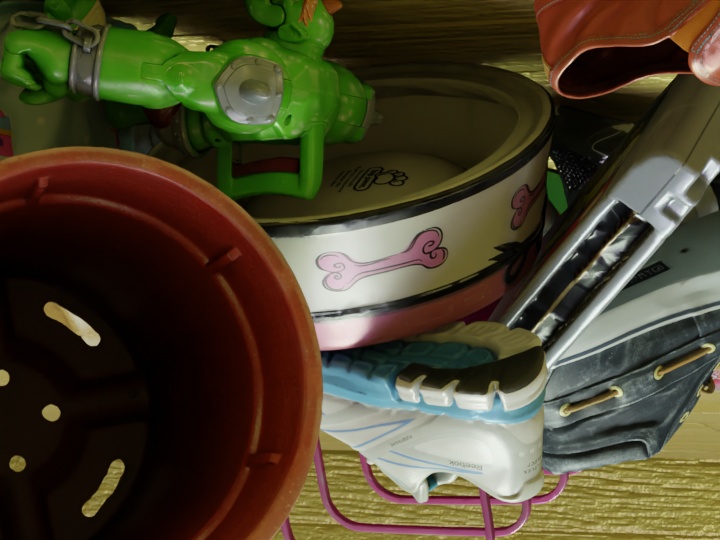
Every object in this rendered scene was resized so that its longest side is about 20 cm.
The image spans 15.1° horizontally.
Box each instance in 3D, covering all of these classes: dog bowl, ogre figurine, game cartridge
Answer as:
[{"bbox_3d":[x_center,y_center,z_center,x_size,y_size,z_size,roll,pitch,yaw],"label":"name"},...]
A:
[{"bbox_3d":[-0.002,-0.030,1.288,0.200,0.074,0.200,-9,-158,4],"label":"dog bowl"},{"bbox_3d":[-0.066,-0.084,1.224,0.120,0.098,0.200,12,164,21],"label":"ogre figurine"},{"bbox_3d":[0.119,-0.024,1.273,0.041,0.133,0.200,39,132,2],"label":"game cartridge"}]

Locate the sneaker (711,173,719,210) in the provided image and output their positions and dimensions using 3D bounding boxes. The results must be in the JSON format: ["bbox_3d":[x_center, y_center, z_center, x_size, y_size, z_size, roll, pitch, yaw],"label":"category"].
[{"bbox_3d":[0.222,-0.027,1.497,0.200,0.083,0.071,-3,178,43],"label":"sneaker"}]

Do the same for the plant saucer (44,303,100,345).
[{"bbox_3d":[-0.208,-0.015,1.566,0.200,0.035,0.200,33,161,13],"label":"plant saucer"}]

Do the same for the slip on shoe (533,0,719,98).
[{"bbox_3d":[0.155,-0.105,1.103,0.200,0.061,0.074,-6,166,40],"label":"slip on shoe"}]

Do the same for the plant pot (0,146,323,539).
[{"bbox_3d":[-0.140,0.059,1.222,0.201,0.201,0.195,6,170,-17],"label":"plant pot"}]

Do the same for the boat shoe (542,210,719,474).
[{"bbox_3d":[0.170,0.033,1.413,0.200,0.091,0.071,-20,-153,-8],"label":"boat shoe"}]

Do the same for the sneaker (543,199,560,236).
[{"bbox_3d":[0.016,-0.055,1.470,0.200,0.077,0.082,13,152,14],"label":"sneaker"}]

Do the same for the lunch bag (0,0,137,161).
[{"bbox_3d":[-0.217,-0.077,1.247,0.170,0.122,0.200,0,177,23],"label":"lunch bag"}]

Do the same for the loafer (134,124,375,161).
[{"bbox_3d":[-0.084,-0.071,1.413,0.200,0.068,0.070,-3,165,7],"label":"loafer"}]

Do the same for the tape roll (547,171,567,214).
[{"bbox_3d":[0.038,-0.031,1.674,0.200,0.048,0.200,3,171,0],"label":"tape roll"}]

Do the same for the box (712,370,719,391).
[{"bbox_3d":[0.242,0.015,1.711,0.095,0.103,0.200,-1,169,24],"label":"box"}]

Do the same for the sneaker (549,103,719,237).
[{"bbox_3d":[0.148,-0.002,1.460,0.080,0.086,0.200,14,150,43],"label":"sneaker"}]

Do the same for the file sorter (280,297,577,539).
[{"bbox_3d":[0.048,0.071,1.501,0.139,0.125,0.200,0,-161,29],"label":"file sorter"}]

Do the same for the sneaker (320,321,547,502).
[{"bbox_3d":[0.006,0.064,1.267,0.200,0.087,0.075,15,-143,44],"label":"sneaker"}]
